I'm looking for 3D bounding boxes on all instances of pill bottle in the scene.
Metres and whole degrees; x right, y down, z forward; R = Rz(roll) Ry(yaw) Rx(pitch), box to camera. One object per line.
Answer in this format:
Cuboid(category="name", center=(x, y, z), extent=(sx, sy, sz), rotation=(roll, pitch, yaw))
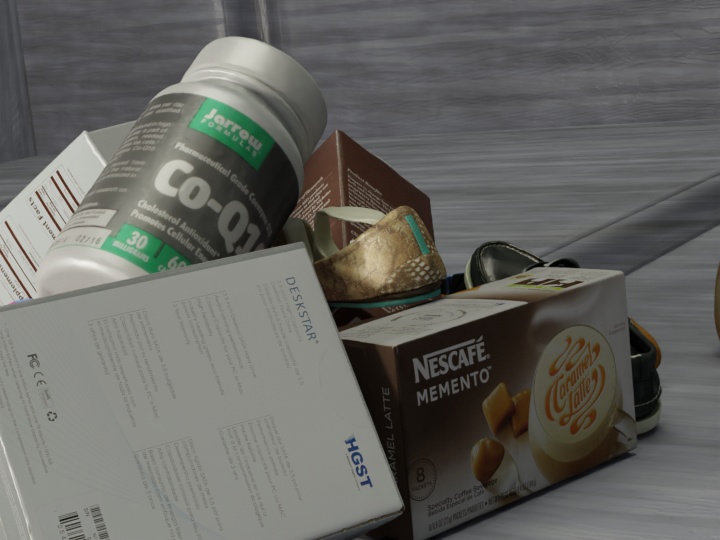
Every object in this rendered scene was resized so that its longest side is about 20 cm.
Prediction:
Cuboid(category="pill bottle", center=(-0.103, -0.041, 0.997), extent=(0.112, 0.113, 0.201), rotation=(1, 49, 36))

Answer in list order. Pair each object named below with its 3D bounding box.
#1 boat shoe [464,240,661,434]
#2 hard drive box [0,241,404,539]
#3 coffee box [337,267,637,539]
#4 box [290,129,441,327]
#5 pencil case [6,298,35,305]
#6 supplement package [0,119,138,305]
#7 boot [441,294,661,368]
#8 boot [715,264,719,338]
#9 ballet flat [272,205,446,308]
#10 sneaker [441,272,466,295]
Cuboid(category="boat shoe", center=(0.135, 0.026, 1.098), extent=(0.074, 0.067, 0.200), rotation=(-13, 40, -19))
Cuboid(category="hard drive box", center=(-0.098, 0.086, 0.832), extent=(0.199, 0.157, 0.077), rotation=(-12, -16, -33))
Cuboid(category="coffee box", center=(0.069, 0.073, 0.963), extent=(0.199, 0.116, 0.079), rotation=(-14, 12, -41))
Cuboid(category="box", center=(0.000, 0.000, 1.183), extent=(0.075, 0.100, 0.201), rotation=(-40, 30, 28))
Cuboid(category="pencil case", center=(-0.232, 0.094, 0.993), extent=(0.088, 0.089, 0.200), rotation=(-2, 27, 25))
Cuboid(category="supplement package", center=(-0.173, -0.002, 1.223), extent=(0.200, 0.148, 0.191), rotation=(-38, -6, 28))
Cuboid(category="boot", center=(0.116, 0.055, 1.213), extent=(0.143, 0.072, 0.201), rotation=(-5, 13, -27))
Cuboid(category="boot", center=(0.338, 0.033, 1.160), extent=(0.142, 0.072, 0.201), rotation=(0, 13, -3))
Cuboid(category="ballet flat", center=(-0.025, -0.006, 1.042), extent=(0.199, 0.066, 0.070), rotation=(-10, 4, 44))
Cuboid(category="sneaker", center=(0.081, 0.033, 1.325), extent=(0.199, 0.076, 0.078), rotation=(4, 11, 41))
